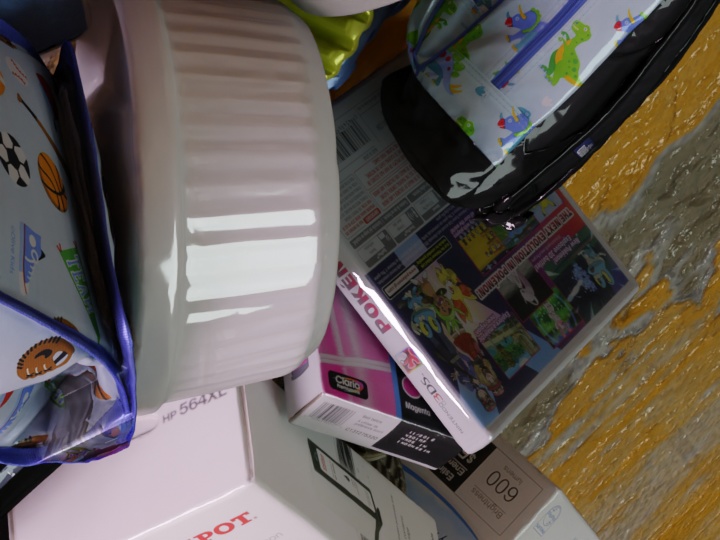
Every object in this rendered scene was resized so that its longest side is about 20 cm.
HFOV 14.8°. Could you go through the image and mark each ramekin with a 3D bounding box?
[{"bbox_3d":[-0.072,-0.038,1.265,0.094,0.203,0.203,-3,136,-14],"label":"ramekin"}]

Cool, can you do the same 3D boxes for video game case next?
[{"bbox_3d":[0.048,-0.021,1.435,0.023,0.183,0.200,-37,-179,36],"label":"video game case"}]

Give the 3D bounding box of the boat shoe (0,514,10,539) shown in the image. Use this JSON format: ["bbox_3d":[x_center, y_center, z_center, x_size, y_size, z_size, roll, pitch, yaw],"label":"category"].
[{"bbox_3d":[-0.181,0.161,1.405,0.063,0.201,0.073,-28,130,21],"label":"boat shoe"}]

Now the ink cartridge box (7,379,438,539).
[{"bbox_3d":[-0.065,0.144,1.406,0.146,0.085,0.200,-26,139,20],"label":"ink cartridge box"}]

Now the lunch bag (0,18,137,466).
[{"bbox_3d":[-0.168,-0.020,1.163,0.123,0.171,0.200,-25,151,19],"label":"lunch bag"}]

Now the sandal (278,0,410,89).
[{"bbox_3d":[-0.002,-0.142,1.385,0.200,0.079,0.087,-48,156,3],"label":"sandal"}]

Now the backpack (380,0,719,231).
[{"bbox_3d":[0.106,-0.132,1.372,0.200,0.154,0.163,-34,171,14],"label":"backpack"}]

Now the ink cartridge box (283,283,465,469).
[{"bbox_3d":[0.000,0.000,1.415,0.094,0.201,0.037,20,135,-33],"label":"ink cartridge box"}]

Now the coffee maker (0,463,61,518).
[{"bbox_3d":[-0.229,0.086,1.322,0.200,0.135,0.192,-43,176,-7],"label":"coffee maker"}]

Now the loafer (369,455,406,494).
[{"bbox_3d":[-0.062,0.089,1.531,0.200,0.076,0.068,31,125,-22],"label":"loafer"}]

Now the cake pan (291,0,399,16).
[{"bbox_3d":[0.032,-0.183,1.258,0.200,0.200,0.037,-41,116,-13],"label":"cake pan"}]

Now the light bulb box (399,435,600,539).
[{"bbox_3d":[0.002,0.162,1.632,0.200,0.198,0.125,-47,150,-4],"label":"light bulb box"}]

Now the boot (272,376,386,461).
[{"bbox_3d":[-0.012,0.037,1.502,0.072,0.155,0.200,-55,149,15],"label":"boot"}]

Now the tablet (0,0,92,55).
[{"bbox_3d":[-0.187,-0.142,1.165,0.130,0.014,0.200,-25,146,-12],"label":"tablet"}]
